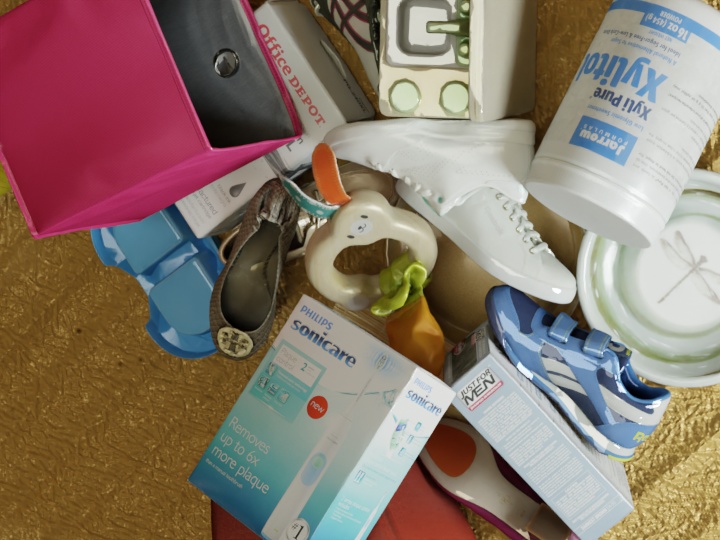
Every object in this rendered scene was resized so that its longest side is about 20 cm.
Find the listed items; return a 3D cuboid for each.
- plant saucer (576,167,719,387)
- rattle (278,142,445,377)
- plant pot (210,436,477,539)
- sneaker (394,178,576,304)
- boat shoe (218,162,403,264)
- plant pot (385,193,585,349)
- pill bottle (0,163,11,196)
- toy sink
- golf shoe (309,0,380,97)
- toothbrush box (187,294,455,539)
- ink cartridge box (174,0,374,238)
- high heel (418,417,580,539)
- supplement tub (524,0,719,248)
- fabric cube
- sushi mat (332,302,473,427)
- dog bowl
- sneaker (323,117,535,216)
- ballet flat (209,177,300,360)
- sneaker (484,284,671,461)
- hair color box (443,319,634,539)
[{"bbox_3d":[0.299,0.005,1.614,0.199,0.050,0.202,3,98,19],"label":"plant saucer"},{"bbox_3d":[0.000,0.000,1.595,0.129,0.200,0.144,-3,56,16],"label":"rattle"},{"bbox_3d":[-0.034,0.219,1.695,0.199,0.200,0.177,-26,75,20],"label":"plant pot"},{"bbox_3d":[0.128,-0.051,1.624,0.200,0.073,0.085,38,110,12],"label":"sneaker"},{"bbox_3d":[-0.046,-0.049,1.717,0.199,0.064,0.072,-27,89,20],"label":"boat shoe"},{"bbox_3d":[0.122,-0.018,1.685,0.199,0.027,0.202,3,100,19],"label":"plant pot"},{"bbox_3d":[-0.353,-0.150,1.784,0.199,0.112,0.112,-30,88,20],"label":"pill bottle"},{"bbox_3d":[0.082,-0.203,1.579,0.111,0.200,0.131,3,100,18],"label":"toy sink"},{"bbox_3d":[0.003,-0.248,1.678,0.088,0.077,0.201,-15,91,40],"label":"golf shoe"},{"bbox_3d":[-0.034,0.147,1.564,0.146,0.085,0.201,32,88,34],"label":"toothbrush box"},{"bbox_3d":[-0.109,-0.149,1.714,0.200,0.083,0.146,-36,84,21],"label":"ink cartridge box"},{"bbox_3d":[0.130,0.218,1.705,0.067,0.096,0.200,-45,63,-8],"label":"high heel"},{"bbox_3d":[0.242,-0.136,1.540,0.131,0.132,0.201,25,83,14],"label":"supplement tub"},{"bbox_3d":[-0.205,-0.162,1.599,0.199,0.200,0.197,-26,87,24],"label":"fabric cube"},{"bbox_3d":[0.055,0.093,1.717,0.199,0.012,0.096,32,128,13],"label":"sushi mat"},{"bbox_3d":[-0.188,-0.007,1.781,0.111,0.050,0.201,-35,85,20],"label":"dog bowl"},{"bbox_3d":[0.059,-0.094,1.591,0.199,0.075,0.089,3,97,22],"label":"sneaker"},{"bbox_3d":[-0.102,0.005,1.692,0.067,0.046,0.201,19,116,-4],"label":"ballet flat"},{"bbox_3d":[0.198,0.078,1.602,0.200,0.074,0.082,44,118,1],"label":"sneaker"},{"bbox_3d":[0.162,0.148,1.626,0.061,0.099,0.200,-40,101,13],"label":"hair color box"}]
